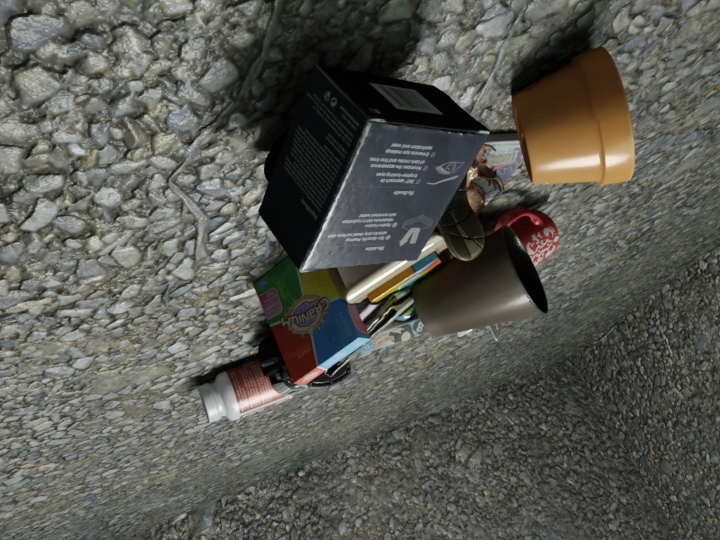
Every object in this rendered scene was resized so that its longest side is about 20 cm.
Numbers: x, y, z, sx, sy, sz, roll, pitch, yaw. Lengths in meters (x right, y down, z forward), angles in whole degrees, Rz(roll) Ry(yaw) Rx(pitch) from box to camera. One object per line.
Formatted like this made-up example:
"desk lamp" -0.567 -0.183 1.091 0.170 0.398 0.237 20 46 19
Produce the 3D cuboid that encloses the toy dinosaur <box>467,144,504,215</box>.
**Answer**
"toy dinosaur" 0.182 -0.126 1.059 0.135 0.086 0.200 -34 162 1

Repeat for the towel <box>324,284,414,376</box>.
"towel" 0.025 0.103 1.166 0.193 0.035 0.200 -45 174 19

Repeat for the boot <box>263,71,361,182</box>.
"boot" -0.012 -0.162 0.835 0.198 0.074 0.162 -41 151 17

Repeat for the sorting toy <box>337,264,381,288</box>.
"sorting toy" 0.000 0.000 1.166 0.200 0.107 0.180 -37 162 24

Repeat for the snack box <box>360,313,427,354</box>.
"snack box" 0.097 0.123 1.382 0.199 0.037 0.116 -21 -174 26

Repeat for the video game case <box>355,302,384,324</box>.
"video game case" 0.005 0.090 1.355 0.182 0.023 0.200 -35 164 -33

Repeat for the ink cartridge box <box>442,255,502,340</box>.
"ink cartridge box" 0.205 0.057 1.255 0.067 0.201 0.116 -32 174 20

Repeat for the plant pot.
"plant pot" 0.313 -0.216 0.944 0.139 0.202 0.200 -14 159 12

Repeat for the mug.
"mug" 0.332 -0.052 1.328 0.199 0.134 0.178 -27 171 -30

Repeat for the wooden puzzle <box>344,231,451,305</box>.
"wooden puzzle" 0.073 0.008 1.060 0.184 0.037 0.200 -33 168 8

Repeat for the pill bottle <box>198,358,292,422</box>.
"pill bottle" -0.260 0.270 1.422 0.199 0.113 0.112 -17 155 -22

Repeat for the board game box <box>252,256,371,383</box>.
"board game box" -0.087 0.069 1.073 0.153 0.201 0.040 -37 155 21

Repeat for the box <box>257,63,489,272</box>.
"box" 0.012 -0.115 0.738 0.196 0.118 0.201 -6 134 -42

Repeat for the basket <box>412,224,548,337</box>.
"basket" 0.204 0.033 1.119 0.199 0.136 0.181 -24 119 26

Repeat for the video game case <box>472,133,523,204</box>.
"video game case" 0.199 -0.171 1.105 0.199 0.023 0.182 -11 152 -34

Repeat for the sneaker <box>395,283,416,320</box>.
"sneaker" 0.130 0.039 1.383 0.199 0.071 0.083 -42 -174 -26

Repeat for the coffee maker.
"coffee maker" -0.119 0.156 1.298 0.134 0.194 0.200 14 160 -28

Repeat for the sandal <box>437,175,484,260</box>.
"sandal" 0.134 -0.112 0.961 0.081 0.201 0.055 -22 -177 -14
